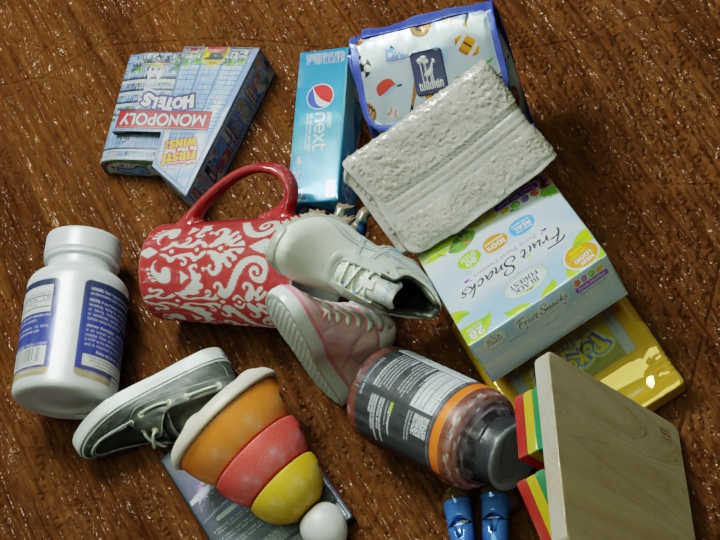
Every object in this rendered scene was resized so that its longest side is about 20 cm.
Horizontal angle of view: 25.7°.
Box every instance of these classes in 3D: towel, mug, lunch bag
[{"bbox_3d":[0.089,-0.114,1.656,0.199,0.035,0.133,-36,101,16],"label":"towel"},{"bbox_3d":[-0.133,-0.017,1.776,0.198,0.133,0.179,-1,66,24],"label":"mug"},{"bbox_3d":[0.090,-0.187,1.716,0.168,0.201,0.124,-12,39,12],"label":"lunch bag"}]

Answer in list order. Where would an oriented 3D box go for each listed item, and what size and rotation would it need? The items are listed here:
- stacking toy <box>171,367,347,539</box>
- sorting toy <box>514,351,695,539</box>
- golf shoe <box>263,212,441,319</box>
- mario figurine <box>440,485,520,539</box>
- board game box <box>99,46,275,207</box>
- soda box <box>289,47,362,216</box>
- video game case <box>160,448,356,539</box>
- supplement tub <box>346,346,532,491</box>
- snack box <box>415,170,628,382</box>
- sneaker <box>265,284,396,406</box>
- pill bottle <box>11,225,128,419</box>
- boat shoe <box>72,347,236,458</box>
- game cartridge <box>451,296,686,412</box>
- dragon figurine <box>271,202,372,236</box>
[{"bbox_3d":[-0.087,0.215,1.650,0.146,0.146,0.200,-43,79,-4],"label":"stacking toy"},{"bbox_3d":[0.226,0.211,1.497,0.069,0.199,0.200,-33,42,34],"label":"sorting toy"},{"bbox_3d":[0.000,0.000,1.606,0.097,0.199,0.079,37,107,56],"label":"golf shoe"},{"bbox_3d":[0.122,0.319,1.570,0.123,0.105,0.202,-38,39,42],"label":"mario figurine"},{"bbox_3d":[-0.222,-0.170,1.913,0.198,0.062,0.202,3,67,21],"label":"board game box"},{"bbox_3d":[-0.039,-0.155,1.836,0.063,0.068,0.202,-3,65,18],"label":"soda box"},{"bbox_3d":[-0.114,0.236,1.710,0.142,0.019,0.200,-38,59,0],"label":"video game case"},{"bbox_3d":[0.085,0.155,1.599,0.199,0.107,0.107,23,75,44],"label":"supplement tub"},{"bbox_3d":[0.162,-0.003,1.653,0.168,0.068,0.200,-34,38,4],"label":"snack box"},{"bbox_3d":[-0.026,0.053,1.665,0.105,0.201,0.075,-43,52,-11],"label":"sneaker"},{"bbox_3d":[-0.328,0.058,1.812,0.118,0.120,0.202,-4,65,18],"label":"pill bottle"},{"bbox_3d":[-0.227,0.160,1.756,0.199,0.071,0.064,-32,58,2],"label":"boat shoe"},{"bbox_3d":[0.215,0.089,1.652,0.175,0.032,0.201,-33,58,3],"label":"game cartridge"},{"bbox_3d":[-0.025,-0.015,1.693,0.058,0.200,0.101,9,103,23],"label":"dragon figurine"}]
